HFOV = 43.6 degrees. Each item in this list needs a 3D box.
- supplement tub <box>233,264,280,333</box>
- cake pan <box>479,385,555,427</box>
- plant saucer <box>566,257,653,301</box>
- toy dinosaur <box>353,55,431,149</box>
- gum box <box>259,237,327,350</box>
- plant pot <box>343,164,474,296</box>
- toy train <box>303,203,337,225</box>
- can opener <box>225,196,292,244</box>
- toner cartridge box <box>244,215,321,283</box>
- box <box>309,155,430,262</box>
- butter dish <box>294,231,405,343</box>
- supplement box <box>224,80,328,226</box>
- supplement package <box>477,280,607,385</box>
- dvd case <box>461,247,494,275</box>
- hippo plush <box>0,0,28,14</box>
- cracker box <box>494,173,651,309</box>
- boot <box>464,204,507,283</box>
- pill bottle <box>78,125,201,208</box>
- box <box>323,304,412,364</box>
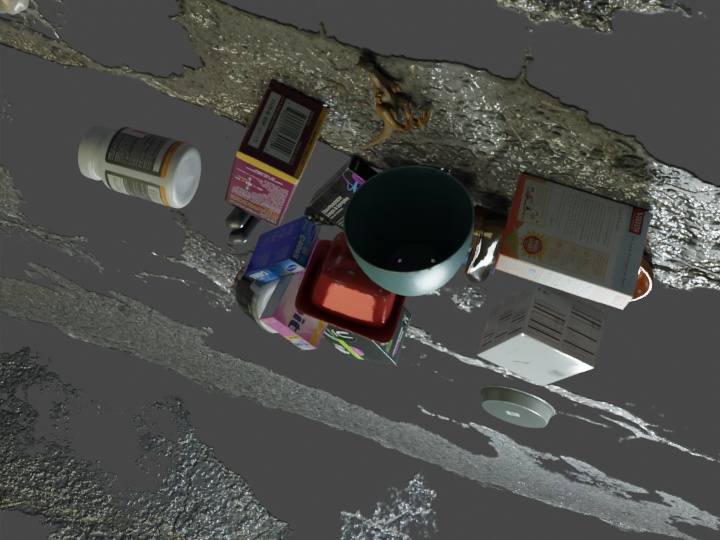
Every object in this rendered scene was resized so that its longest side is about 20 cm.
[{"bbox_3d":[-0.202,0.053,1.943,0.122,0.124,0.199,32,177,-29],"label":"supplement tub"},{"bbox_3d":[0.393,0.347,2.277,0.196,0.037,0.201,18,158,7],"label":"cake pan"},{"bbox_3d":[0.375,-0.008,1.457,0.196,0.033,0.201,18,159,7],"label":"plant saucer"},{"bbox_3d":[0.041,-0.222,1.241,0.106,0.060,0.201,38,162,27],"label":"toy dinosaur"},{"bbox_3d":[-0.101,0.039,1.776,0.113,0.203,0.066,36,157,-23],"label":"gum box"},{"bbox_3d":[0.080,-0.040,1.381,0.196,0.203,0.136,12,147,19],"label":"plant pot"},{"bbox_3d":[-0.012,-0.091,1.606,0.196,0.035,0.046,7,157,30],"label":"toy train"},{"bbox_3d":[-0.166,-0.110,1.523,0.065,0.201,0.054,-3,118,14],"label":"can opener"},{"bbox_3d":[-0.156,-0.038,1.777,0.043,0.097,0.199,28,158,-25],"label":"toner cartridge box"},{"bbox_3d":[0.028,-0.094,1.502,0.198,0.037,0.143,34,145,-16],"label":"box"},{"bbox_3d":[0.000,0.000,1.657,0.196,0.202,0.149,20,136,0],"label":"butter dish"},{"bbox_3d":[-0.132,-0.175,1.384,0.101,0.133,0.200,23,158,-6],"label":"supplement box"},{"bbox_3d":[0.337,0.120,1.684,0.153,0.113,0.200,24,159,-9],"label":"supplement package"},{"bbox_3d":[0.177,-0.057,1.537,0.140,0.018,0.201,19,159,6],"label":"dvd case"},{"bbox_3d":[-0.414,-0.398,1.055,0.158,0.162,0.200,37,151,0],"label":"hippo plush"},{"bbox_3d":[0.305,-0.042,1.294,0.196,0.136,0.058,18,159,7],"label":"cracker box"},{"bbox_3d":[0.221,-0.024,1.446,0.095,0.076,0.201,18,157,15],"label":"boot"},{"bbox_3d":[-0.394,-0.190,1.604,0.196,0.118,0.117,16,159,13],"label":"pill bottle"},{"bbox_3d":[-0.004,0.097,1.922,0.146,0.126,0.200,6,153,34],"label":"box"}]
